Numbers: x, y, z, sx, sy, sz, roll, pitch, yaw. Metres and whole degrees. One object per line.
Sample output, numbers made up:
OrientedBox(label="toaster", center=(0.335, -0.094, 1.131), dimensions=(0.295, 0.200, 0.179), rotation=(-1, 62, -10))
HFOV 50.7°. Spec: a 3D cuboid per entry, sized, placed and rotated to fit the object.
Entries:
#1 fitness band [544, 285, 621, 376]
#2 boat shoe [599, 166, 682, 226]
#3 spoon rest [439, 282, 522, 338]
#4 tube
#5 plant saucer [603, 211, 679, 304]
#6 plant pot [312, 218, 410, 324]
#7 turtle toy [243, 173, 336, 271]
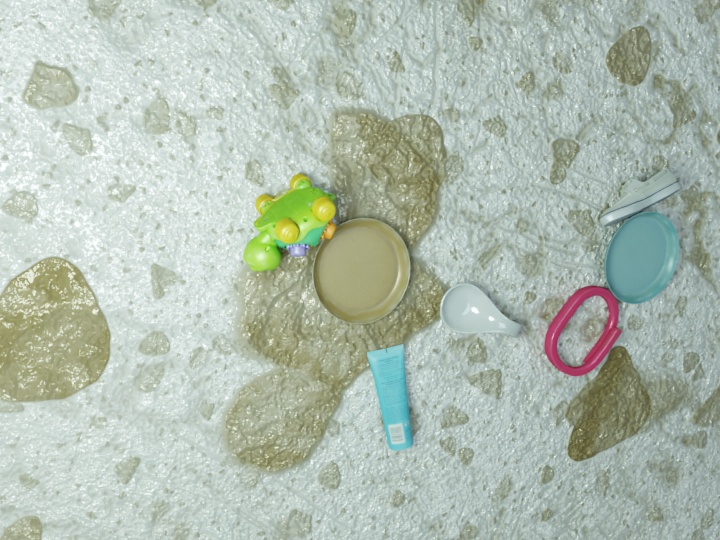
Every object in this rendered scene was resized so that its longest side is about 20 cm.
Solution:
OrientedBox(label="fitness band", center=(0.479, 0.129, 1.630), dimensions=(0.143, 0.037, 0.201), rotation=(38, 86, -17))
OrientedBox(label="boat shoe", center=(0.580, -0.160, 1.600), dimensions=(0.197, 0.071, 0.071), rotation=(-27, 79, -8))
OrientedBox(label="spoon rest", center=(0.248, 0.091, 1.533), dimensions=(0.197, 0.061, 0.101), rotation=(20, 93, -21))
OrientedBox(label="tube", center=(0.065, 0.254, 1.513), dimensions=(0.076, 0.050, 0.205), rotation=(-12, 99, -20))
OrientedBox(label="plant saucer", center=(0.600, -0.029, 1.635), dimensions=(0.196, 0.027, 0.205), rotation=(-6, 107, -21))
OrientedBox(label="plant pot", center=(0.000, 0.000, 1.454), dimensions=(0.196, 0.027, 0.205), rotation=(-3, 101, -17))
OrientedBox(label="turtle toy", center=(-0.125, -0.076, 1.352), dimensions=(0.198, 0.146, 0.102), rotation=(-32, 129, -9))
